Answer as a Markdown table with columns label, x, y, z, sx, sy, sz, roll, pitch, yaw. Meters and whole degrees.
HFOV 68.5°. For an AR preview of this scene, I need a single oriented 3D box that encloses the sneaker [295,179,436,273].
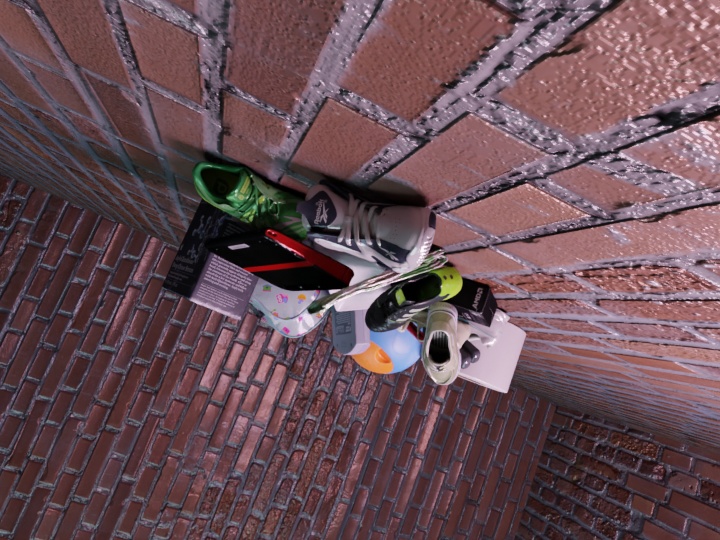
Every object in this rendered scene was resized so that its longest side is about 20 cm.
| label | x | y | z | sx | sy | sz | roll | pitch | yaw |
| --- | --- | --- | --- | --- | --- | --- | --- | --- | --- |
| sneaker | -0.007 | -0.055 | 0.618 | 0.129 | 0.080 | 0.199 | 16 | -176 | -23 |

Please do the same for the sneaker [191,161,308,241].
| label | x | y | z | sx | sy | sz | roll | pitch | yaw |
| --- | --- | --- | --- | --- | --- | --- | --- | --- | --- |
| sneaker | -0.150 | -0.095 | 0.741 | 0.199 | 0.074 | 0.084 | 21 | 175 | 4 |

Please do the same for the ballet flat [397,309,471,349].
| label | x | y | z | sx | sy | sz | roll | pitch | yaw |
| --- | --- | --- | --- | --- | --- | --- | --- | --- | --- |
| ballet flat | 0.101 | 0.092 | 0.969 | 0.199 | 0.070 | 0.069 | 19 | 171 | 14 |

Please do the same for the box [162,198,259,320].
| label | x | y | z | sx | sy | sz | roll | pitch | yaw |
| --- | --- | --- | --- | --- | --- | --- | --- | --- | --- |
| box | -0.250 | -0.031 | 0.959 | 0.107 | 0.201 | 0.148 | 29 | 168 | -36 |

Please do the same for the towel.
| label | x | y | z | sx | sy | sz | roll | pitch | yaw |
| --- | --- | --- | --- | --- | --- | --- | --- | --- | --- |
| towel | 0.020 | 0.022 | 0.788 | 0.199 | 0.023 | 0.153 | -22 | 178 | -11 |

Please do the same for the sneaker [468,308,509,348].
| label | x | y | z | sx | sy | sz | roll | pitch | yaw |
| --- | --- | --- | --- | --- | --- | --- | --- | --- | --- |
| sneaker | 0.189 | 0.093 | 1.052 | 0.200 | 0.081 | 0.070 | 17 | 172 | 37 |

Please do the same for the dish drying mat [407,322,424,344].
| label | x | y | z | sx | sy | sz | roll | pitch | yaw |
| --- | --- | --- | --- | --- | --- | --- | --- | --- | --- |
| dish drying mat | 0.096 | 0.106 | 1.058 | 0.200 | 0.018 | 0.077 | 44 | -176 | 0 |

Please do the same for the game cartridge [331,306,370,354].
| label | x | y | z | sx | sy | sz | roll | pitch | yaw |
| --- | --- | --- | --- | --- | --- | --- | --- | --- | --- |
| game cartridge | -0.022 | 0.108 | 1.102 | 0.040 | 0.134 | 0.200 | 2 | 172 | -16 |

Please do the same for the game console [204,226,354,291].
| label | x | y | z | sx | sy | sz | roll | pitch | yaw |
| --- | --- | --- | --- | --- | --- | --- | --- | --- | --- |
| game console | -0.124 | -0.015 | 0.817 | 0.177 | 0.031 | 0.200 | 33 | 157 | -34 |

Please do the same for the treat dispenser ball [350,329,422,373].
| label | x | y | z | sx | sy | sz | roll | pitch | yaw |
| --- | --- | --- | --- | --- | --- | --- | --- | --- | --- |
| treat dispenser ball | 0.058 | 0.139 | 1.235 | 0.200 | 0.202 | 0.201 | 21 | 171 | 3 |

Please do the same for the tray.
| label | x | y | z | sx | sy | sz | roll | pitch | yaw |
| --- | --- | --- | --- | --- | --- | --- | --- | --- | --- |
| tray | -0.007 | 0.002 | 0.879 | 0.107 | 0.022 | 0.200 | -5 | 142 | 7 |

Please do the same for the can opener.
| label | x | y | z | sx | sy | sz | roll | pitch | yaw |
| --- | --- | --- | --- | --- | --- | --- | --- | --- | --- |
| can opener | 0.148 | 0.105 | 1.019 | 0.200 | 0.052 | 0.067 | 47 | 144 | 32 |

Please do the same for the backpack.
| label | x | y | z | sx | sy | sz | roll | pitch | yaw |
| --- | --- | --- | --- | --- | --- | --- | --- | --- | --- |
| backpack | -0.155 | 0.043 | 1.142 | 0.200 | 0.176 | 0.153 | 48 | 166 | -15 |

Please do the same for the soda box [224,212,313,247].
| label | x | y | z | sx | sy | sz | roll | pitch | yaw |
| --- | --- | --- | --- | --- | --- | --- | --- | --- | --- |
| soda box | -0.133 | -0.071 | 0.885 | 0.068 | 0.064 | 0.200 | 17 | 169 | 28 |

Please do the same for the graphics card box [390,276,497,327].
| label | x | y | z | sx | sy | sz | roll | pitch | yaw |
| --- | --- | --- | --- | --- | --- | --- | --- | --- | --- |
| graphics card box | 0.136 | 0.039 | 0.940 | 0.199 | 0.051 | 0.125 | 19 | 170 | 25 |

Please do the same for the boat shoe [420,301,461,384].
| label | x | y | z | sx | sy | sz | roll | pitch | yaw |
| --- | --- | --- | --- | --- | --- | --- | --- | --- | --- |
| boat shoe | 0.133 | 0.140 | 0.908 | 0.072 | 0.062 | 0.201 | 6 | 135 | 18 |

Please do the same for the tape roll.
| label | x | y | z | sx | sy | sz | roll | pitch | yaw |
| --- | --- | --- | --- | --- | --- | --- | --- | --- | --- |
| tape roll | 0.252 | 0.173 | 1.185 | 0.202 | 0.140 | 0.203 | 21 | 170 | 4 |

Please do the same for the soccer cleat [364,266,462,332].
| label | x | y | z | sx | sy | sz | roll | pitch | yaw |
| --- | --- | --- | --- | --- | --- | --- | --- | --- | --- |
| soccer cleat | 0.070 | 0.046 | 0.848 | 0.200 | 0.068 | 0.081 | -32 | 160 | 35 |
